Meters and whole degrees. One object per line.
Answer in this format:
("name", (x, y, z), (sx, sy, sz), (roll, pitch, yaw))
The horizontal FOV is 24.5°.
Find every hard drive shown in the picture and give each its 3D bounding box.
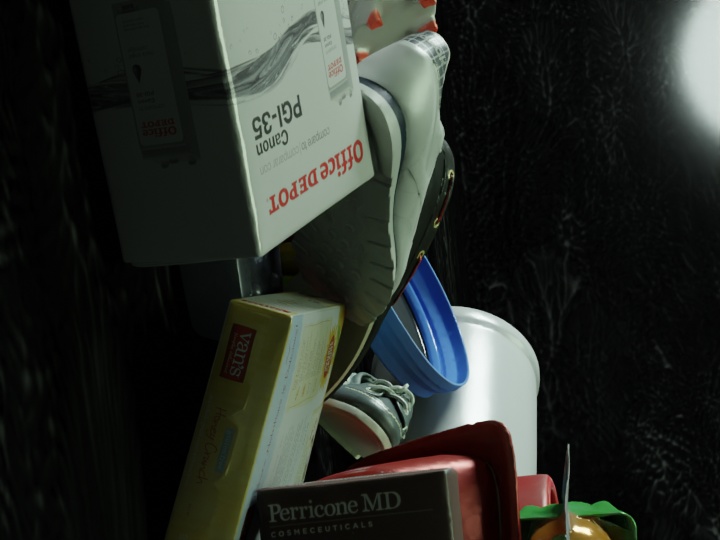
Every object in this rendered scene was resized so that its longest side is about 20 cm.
("hard drive", (-0.081, -0.062, 0.965), (0.135, 0.042, 0.202), (-37, 121, -81))

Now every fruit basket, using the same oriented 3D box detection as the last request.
("fruit basket", (0.126, 0.228, 1.029), (0.200, 0.093, 0.187), (-51, 137, -71))

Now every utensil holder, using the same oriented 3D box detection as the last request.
("utensil holder", (0.088, 0.163, 1.567), (0.201, 0.168, 0.171), (-85, 166, -52))

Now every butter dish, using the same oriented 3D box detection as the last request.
("butter dish", (-0.001, 0.199, 1.032), (0.199, 0.147, 0.202), (-25, -119, 51))

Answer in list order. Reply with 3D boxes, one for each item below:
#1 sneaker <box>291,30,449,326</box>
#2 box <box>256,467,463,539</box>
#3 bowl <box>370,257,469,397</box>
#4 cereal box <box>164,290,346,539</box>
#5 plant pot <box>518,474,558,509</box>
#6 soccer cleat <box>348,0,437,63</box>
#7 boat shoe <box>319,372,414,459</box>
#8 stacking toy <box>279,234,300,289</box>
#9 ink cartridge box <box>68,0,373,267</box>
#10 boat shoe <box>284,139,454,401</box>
("sneaker", (0.013, -0.047, 0.964), (0.081, 0.076, 0.201), (-47, 162, -36))
("box", (0.010, 0.204, 0.831), (0.075, 0.099, 0.202), (50, 33, -80))
("bowl", (0.031, 0.022, 1.474), (0.201, 0.039, 0.201), (54, 17, -24))
("cereal box", (-0.054, 0.086, 0.903), (0.200, 0.039, 0.145), (3, 102, -82))
("plant pot", (0.086, 0.280, 1.399), (0.200, 0.180, 0.203), (-6, 90, -83))
("soccer cleat", (0.003, -0.150, 1.045), (0.078, 0.069, 0.200), (63, -13, 17))
("boat shoe", (0.005, 0.099, 1.213), (0.073, 0.062, 0.200), (44, -9, 0))
("stacking toy", (-0.024, 0.016, 1.147), (0.109, 0.115, 0.202), (20, 78, -38))
("ink cartridge box", (-0.068, -0.119, 0.814), (0.146, 0.082, 0.202), (-39, 123, -59))
("boat shoe", (0.002, 0.001, 1.069), (0.063, 0.073, 0.203), (2, 116, -55))
